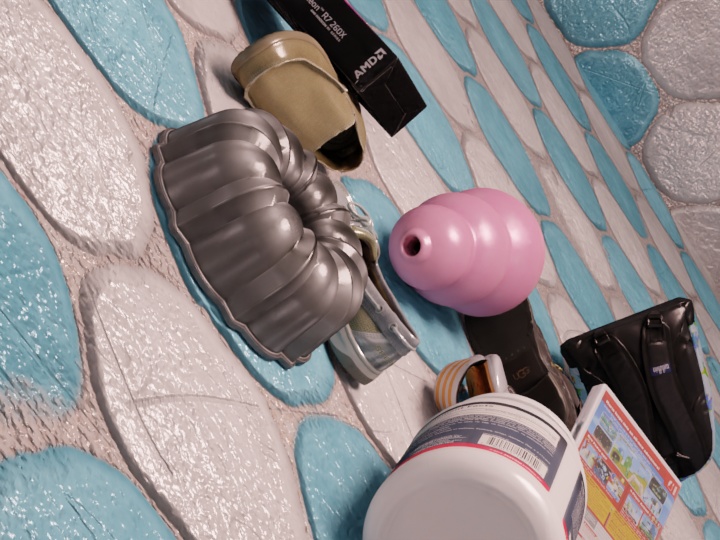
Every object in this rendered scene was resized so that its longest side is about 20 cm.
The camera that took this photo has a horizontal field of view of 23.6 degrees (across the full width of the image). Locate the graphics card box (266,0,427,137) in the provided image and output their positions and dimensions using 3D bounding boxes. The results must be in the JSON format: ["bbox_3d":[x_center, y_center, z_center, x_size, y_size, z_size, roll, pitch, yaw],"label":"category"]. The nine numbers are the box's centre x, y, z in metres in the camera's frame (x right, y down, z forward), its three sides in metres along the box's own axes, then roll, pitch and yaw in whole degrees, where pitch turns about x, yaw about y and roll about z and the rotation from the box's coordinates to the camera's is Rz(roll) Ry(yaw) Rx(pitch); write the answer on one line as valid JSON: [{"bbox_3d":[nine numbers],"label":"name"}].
[{"bbox_3d":[-0.028,-0.223,1.590,0.200,0.051,0.125,50,1,22],"label":"graphics card box"}]

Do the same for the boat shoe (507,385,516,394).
[{"bbox_3d":[0.186,0.184,1.633,0.200,0.063,0.073,59,16,-10],"label":"boat shoe"}]

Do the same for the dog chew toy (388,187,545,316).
[{"bbox_3d":[0.093,-0.019,1.620,0.200,0.124,0.125,2,59,-61],"label":"dog chew toy"}]

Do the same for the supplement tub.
[{"bbox_3d":[0.088,0.172,1.236,0.140,0.140,0.200,60,17,-2],"label":"supplement tub"}]

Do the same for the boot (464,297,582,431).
[{"bbox_3d":[0.177,0.101,1.772,0.200,0.069,0.174,70,13,16],"label":"boot"}]

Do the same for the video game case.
[{"bbox_3d":[0.225,0.224,1.597,0.143,0.017,0.200,51,48,-21],"label":"video game case"}]

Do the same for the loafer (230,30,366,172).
[{"bbox_3d":[-0.042,-0.144,1.493,0.200,0.076,0.067,30,28,-59],"label":"loafer"}]

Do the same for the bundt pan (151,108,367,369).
[{"bbox_3d":[-0.062,-0.034,1.256,0.202,0.076,0.202,53,17,-25],"label":"bundt pan"}]

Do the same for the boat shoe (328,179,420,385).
[{"bbox_3d":[-0.001,0.000,1.394,0.074,0.065,0.202,45,22,-42],"label":"boat shoe"}]

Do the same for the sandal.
[{"bbox_3d":[0.094,0.116,1.512,0.207,0.059,0.079,161,-83,-86],"label":"sandal"}]

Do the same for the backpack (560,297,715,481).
[{"bbox_3d":[0.332,0.149,1.979,0.154,0.163,0.200,38,31,-85],"label":"backpack"}]
